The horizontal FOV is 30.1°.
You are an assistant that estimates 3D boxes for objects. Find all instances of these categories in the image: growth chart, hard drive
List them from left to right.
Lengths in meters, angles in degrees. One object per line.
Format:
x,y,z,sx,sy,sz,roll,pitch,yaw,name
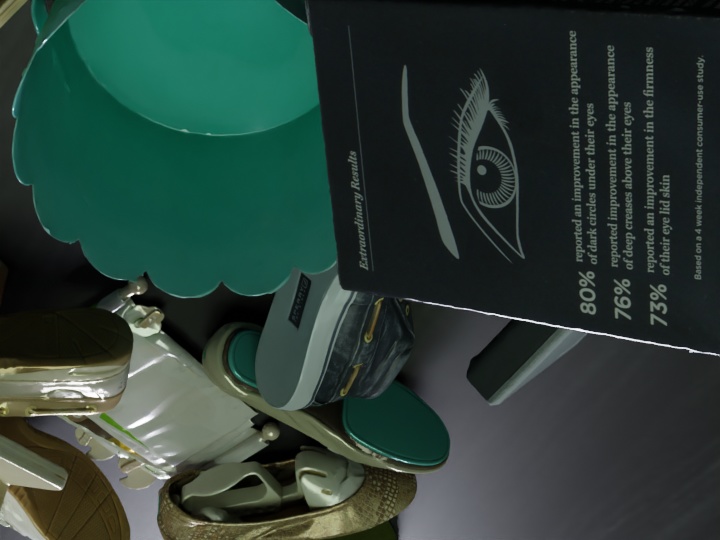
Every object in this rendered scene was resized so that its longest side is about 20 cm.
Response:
-0.157,0.097,0.982,0.144,0.018,0.200,-25,127,21,growth chart
0.159,-0.008,0.823,0.033,0.139,0.200,48,124,11,hard drive

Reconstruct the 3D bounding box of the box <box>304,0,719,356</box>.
0.088,-0.062,0.602,0.199,0.104,0.149,11,120,31,box

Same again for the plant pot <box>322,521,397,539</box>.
-0.060,0.300,1.040,0.186,0.201,0.188,0,132,-1,plant pot

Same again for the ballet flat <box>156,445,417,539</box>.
-0.057,0.166,1.001,0.199,0.071,0.065,-13,134,-1,ballet flat

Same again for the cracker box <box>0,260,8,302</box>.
-0.353,0.005,0.872,0.199,0.058,0.134,-19,131,15,cracker box

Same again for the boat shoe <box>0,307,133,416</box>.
-0.245,0.066,0.845,0.199,0.074,0.069,3,129,-7,boat shoe

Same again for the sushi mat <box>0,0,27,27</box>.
-0.165,-0.146,0.670,0.200,0.096,0.012,-44,113,3,sushi mat

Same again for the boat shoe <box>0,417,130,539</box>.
-0.258,0.155,1.002,0.069,0.071,0.200,-23,117,43,boat shoe

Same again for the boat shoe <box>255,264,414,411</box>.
0.000,0.000,0.874,0.091,0.071,0.201,-1,123,-40,boat shoe

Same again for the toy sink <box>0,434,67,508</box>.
-0.314,0.155,0.867,0.199,0.113,0.130,1,155,29,toy sink

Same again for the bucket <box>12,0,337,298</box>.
-0.084,-0.101,0.727,0.206,0.135,0.208,-1,132,-1,bucket

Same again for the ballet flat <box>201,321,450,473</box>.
-0.027,0.094,0.959,0.199,0.070,0.069,30,125,-22,ballet flat
